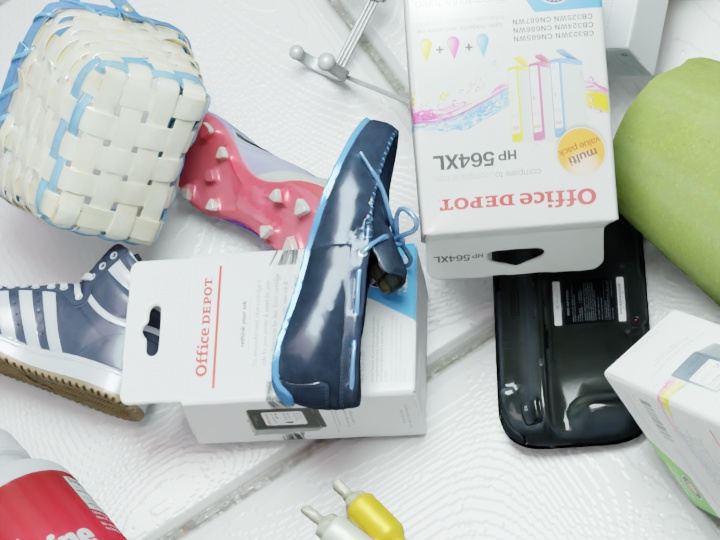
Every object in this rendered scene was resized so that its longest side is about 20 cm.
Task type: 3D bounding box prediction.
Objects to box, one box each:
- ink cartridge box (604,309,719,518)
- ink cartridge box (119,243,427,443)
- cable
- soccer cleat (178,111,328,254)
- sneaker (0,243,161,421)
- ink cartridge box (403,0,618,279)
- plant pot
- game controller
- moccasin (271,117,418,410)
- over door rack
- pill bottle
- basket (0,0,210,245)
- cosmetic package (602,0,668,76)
[{"bbox_3d":[0.237,0.101,1.247,0.067,0.117,0.200,-39,19,-9],"label":"ink cartridge box"},{"bbox_3d":[-0.056,0.051,1.436,0.199,0.067,0.116,-3,61,8],"label":"ink cartridge box"},{"bbox_3d":[0.040,0.212,1.336,0.199,0.050,0.097,23,68,26],"label":"cable"},{"bbox_3d":[-0.069,-0.059,1.520,0.200,0.076,0.067,34,109,44],"label":"soccer cleat"},{"bbox_3d":[-0.220,0.025,1.502,0.199,0.070,0.109,20,73,17],"label":"sneaker"},{"bbox_3d":[0.097,-0.097,1.371,0.128,0.125,0.201,-5,88,2],"label":"ink cartridge box"},{"bbox_3d":[0.264,-0.048,1.355,0.200,0.200,0.190,-44,48,-11],"label":"plant pot"},{"bbox_3d":[0.142,0.026,1.426,0.104,0.042,0.201,0,61,-1],"label":"game controller"},{"bbox_3d":[0.000,0.000,1.382,0.068,0.080,0.201,13,77,11],"label":"moccasin"},{"bbox_3d":[0.040,-0.191,1.505,0.200,0.067,0.148,29,91,47],"label":"over door rack"},{"bbox_3d":[-0.209,0.197,1.379,0.112,0.112,0.200,-41,59,-9],"label":"pill bottle"},{"bbox_3d":[-0.198,-0.111,1.516,0.200,0.139,0.177,44,117,49],"label":"basket"},{"bbox_3d":[0.154,-0.238,1.519,0.150,0.052,0.201,3,72,33],"label":"cosmetic package"}]
